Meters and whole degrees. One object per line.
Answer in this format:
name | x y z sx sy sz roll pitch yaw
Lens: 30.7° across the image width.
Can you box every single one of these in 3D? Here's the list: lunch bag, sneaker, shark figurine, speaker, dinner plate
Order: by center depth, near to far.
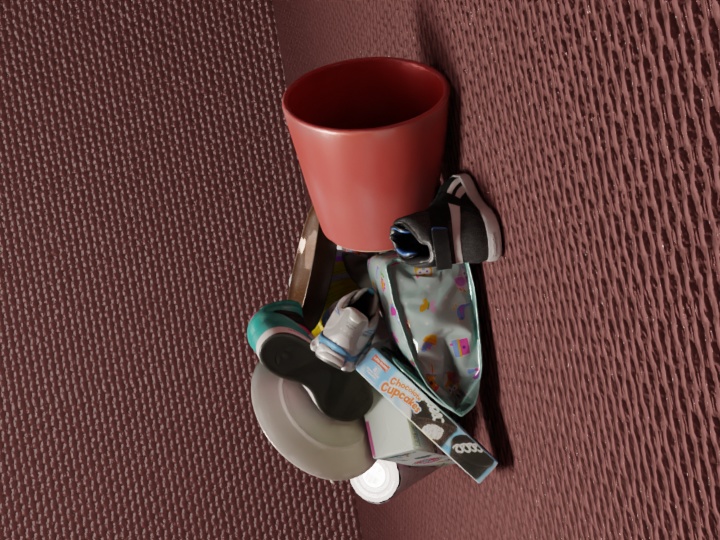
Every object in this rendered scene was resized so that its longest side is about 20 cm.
sneaker | 0.081 -0.057 1.469 0.200 0.110 0.074 -120 22 -71
lunch bag | 0.085 0.070 1.590 0.170 0.120 0.203 -153 48 -81
sneaker | -0.003 0.058 1.603 0.087 0.074 0.200 -58 4 12
sneaker | -0.072 0.106 1.641 0.200 0.084 0.121 41 -171 -37
dinner plate | -0.048 0.173 1.678 0.024 0.198 0.202 -47 44 39
shark figurine | 0.010 0.004 1.736 0.128 0.089 0.215 48 164 10
speaker | 0.060 0.266 1.855 0.199 0.080 0.082 -14 -85 -64

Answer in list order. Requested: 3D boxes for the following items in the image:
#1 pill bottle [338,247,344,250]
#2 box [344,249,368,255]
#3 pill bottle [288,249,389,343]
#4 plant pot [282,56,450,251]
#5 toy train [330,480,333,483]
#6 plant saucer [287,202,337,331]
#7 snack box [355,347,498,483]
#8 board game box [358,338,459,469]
pill bottle | 0.003 -0.015 2.159 0.116 0.115 0.203 113 147 -78
box | 0.026 -0.046 2.002 0.100 0.094 0.202 92 166 -55
pill bottle | -0.021 0.077 1.873 0.105 0.103 0.201 93 154 -61
plant pot | 0.013 -0.134 1.566 0.201 0.198 0.179 -110 11 -55
toy train | -0.071 0.196 1.772 0.116 0.084 0.203 11 -119 -82
plant saucer | -0.065 0.005 1.774 0.200 0.036 0.203 -168 90 -81
snack box | 0.081 0.175 1.584 0.200 0.037 0.116 42 178 7
board game box | 0.069 0.183 1.752 0.200 0.064 0.149 24 -129 -61
